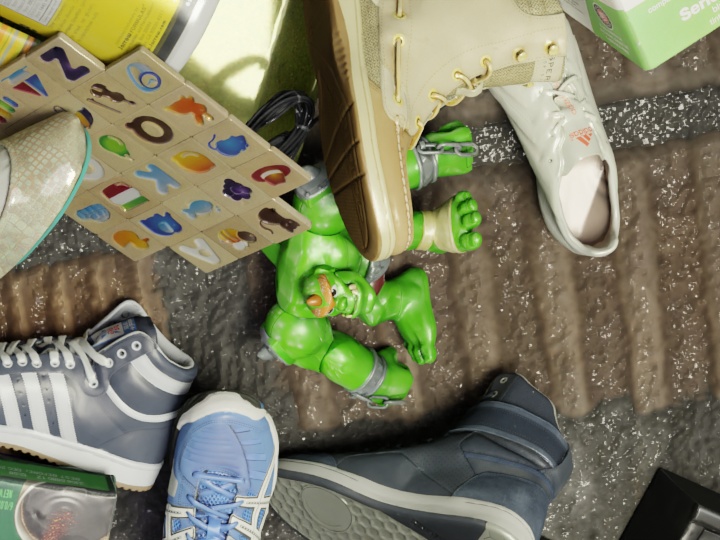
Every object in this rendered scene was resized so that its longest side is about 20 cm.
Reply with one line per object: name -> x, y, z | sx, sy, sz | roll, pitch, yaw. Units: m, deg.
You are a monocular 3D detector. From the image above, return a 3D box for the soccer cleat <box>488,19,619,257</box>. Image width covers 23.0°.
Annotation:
soccer cleat -> 0.127, -0.102, 1.152 | 0.069, 0.078, 0.200 | -24, 109, -5

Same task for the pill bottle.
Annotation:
pill bottle -> -0.176, -0.192, 0.988 | 0.200, 0.112, 0.112 | 25, 99, -18

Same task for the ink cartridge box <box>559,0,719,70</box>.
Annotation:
ink cartridge box -> 0.139, -0.241, 1.061 | 0.084, 0.146, 0.200 | -32, 121, -2

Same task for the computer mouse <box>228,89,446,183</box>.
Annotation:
computer mouse -> -0.009, -0.106, 1.110 | 0.200, 0.034, 0.059 | -27, 121, -33

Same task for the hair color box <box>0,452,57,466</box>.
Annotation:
hair color box -> -0.243, 0.224, 1.169 | 0.109, 0.065, 0.201 | 15, 100, -17

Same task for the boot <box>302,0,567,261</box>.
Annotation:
boot -> 0.053, -0.107, 1.061 | 0.155, 0.073, 0.201 | -3, 72, -19

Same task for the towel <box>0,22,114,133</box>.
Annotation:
towel -> -0.241, -0.132, 1.015 | 0.200, 0.018, 0.086 | 25, 143, -18

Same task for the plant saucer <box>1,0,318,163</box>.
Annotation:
plant saucer -> -0.113, -0.169, 1.094 | 0.199, 0.048, 0.201 | 15, 102, -16

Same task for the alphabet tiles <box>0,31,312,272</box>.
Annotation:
alphabet tiles -> -0.132, -0.065, 1.054 | 0.166, 0.006, 0.200 | -22, 132, 41

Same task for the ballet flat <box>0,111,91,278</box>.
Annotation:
ballet flat -> -0.234, -0.020, 1.037 | 0.062, 0.068, 0.200 | 15, 129, -44

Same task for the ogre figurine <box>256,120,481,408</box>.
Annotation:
ogre figurine -> 0.000, 0.000, 1.147 | 0.120, 0.098, 0.200 | 0, 139, -25

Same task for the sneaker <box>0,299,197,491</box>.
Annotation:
sneaker -> -0.200, 0.060, 1.127 | 0.200, 0.070, 0.109 | 23, 104, -25

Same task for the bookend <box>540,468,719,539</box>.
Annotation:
bookend -> 0.191, 0.225, 1.252 | 0.198, 0.092, 0.200 | 25, 98, -18

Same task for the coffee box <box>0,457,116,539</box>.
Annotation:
coffee box -> -0.230, 0.217, 1.114 | 0.123, 0.044, 0.201 | 12, 102, -15

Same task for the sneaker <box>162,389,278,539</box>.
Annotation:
sneaker -> -0.091, 0.166, 1.153 | 0.075, 0.077, 0.200 | 2, 123, -7

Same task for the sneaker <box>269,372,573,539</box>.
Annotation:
sneaker -> 0.045, 0.131, 1.205 | 0.202, 0.146, 0.077 | 10, 132, 24
